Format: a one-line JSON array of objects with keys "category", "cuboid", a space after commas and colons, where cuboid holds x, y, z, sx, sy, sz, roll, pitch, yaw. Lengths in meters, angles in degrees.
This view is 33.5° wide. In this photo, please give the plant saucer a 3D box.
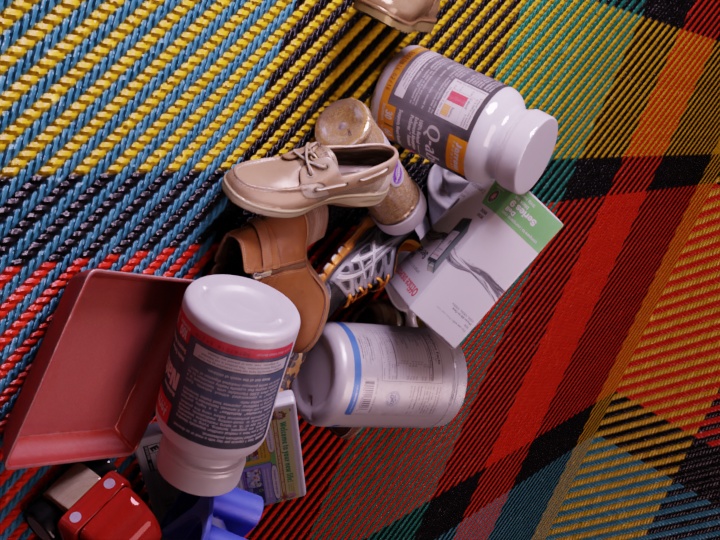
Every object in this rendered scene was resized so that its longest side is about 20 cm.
[{"category": "plant saucer", "cuboid": [-0.246, 0.087, 1.140, 0.199, 0.036, 0.201, 9, 108, -64]}]

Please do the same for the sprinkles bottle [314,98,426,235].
[{"category": "sprinkles bottle", "cuboid": [0.014, -0.114, 1.362, 0.069, 0.068, 0.200, -56, 147, -11]}]

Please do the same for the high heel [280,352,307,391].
[{"category": "high heel", "cuboid": [-0.116, 0.166, 1.442, 0.142, 0.071, 0.202, -22, 132, -56]}]

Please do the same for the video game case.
[{"category": "video game case", "cuboid": [-0.156, 0.219, 1.355, 0.180, 0.022, 0.201, -13, 140, -9]}]

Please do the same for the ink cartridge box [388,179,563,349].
[{"category": "ink cartridge box", "cuboid": [0.136, -0.020, 1.463, 0.200, 0.084, 0.146, -49, -163, 4]}]

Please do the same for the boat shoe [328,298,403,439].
[{"category": "boat shoe", "cuboid": [-0.007, 0.132, 1.626, 0.072, 0.075, 0.202, 7, 101, -60]}]

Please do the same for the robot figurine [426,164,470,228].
[{"category": "robot figurine", "cuboid": [0.149, -0.086, 1.635, 0.201, 0.111, 0.171, 80, 18, -54]}]

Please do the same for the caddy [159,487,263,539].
[{"category": "caddy", "cuboid": [-0.186, 0.315, 1.318, 0.201, 0.104, 0.142, -55, -154, 34]}]

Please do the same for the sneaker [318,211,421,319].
[{"category": "sneaker", "cuboid": [0.000, 0.000, 1.456, 0.200, 0.077, 0.078, -50, -179, -20]}]

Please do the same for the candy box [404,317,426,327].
[{"category": "candy box", "cuboid": [0.096, 0.105, 1.759, 0.102, 0.026, 0.202, -34, 145, -38]}]

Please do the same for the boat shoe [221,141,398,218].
[{"category": "boat shoe", "cuboid": [-0.050, -0.103, 1.225, 0.198, 0.072, 0.065, -9, 140, -37]}]

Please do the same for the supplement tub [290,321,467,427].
[{"category": "supplement tub", "cuboid": [0.022, 0.134, 1.519, 0.198, 0.132, 0.133, 6, 114, -35]}]

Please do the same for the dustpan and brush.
[{"category": "dustpan and brush", "cuboid": [0.067, 0.025, 1.608, 0.139, 0.057, 0.202, -36, 110, -59]}]

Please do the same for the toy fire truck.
[{"category": "toy fire truck", "cuboid": [-0.237, 0.310, 1.199, 0.129, 0.199, 0.177, -44, 151, -33]}]

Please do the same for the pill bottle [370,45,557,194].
[{"category": "pill bottle", "cuboid": [0.119, -0.171, 1.375, 0.116, 0.199, 0.117, -43, 150, -33]}]

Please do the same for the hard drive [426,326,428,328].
[{"category": "hard drive", "cuboid": [0.148, 0.042, 1.660, 0.131, 0.027, 0.201, -34, 159, -30]}]

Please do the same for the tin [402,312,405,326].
[{"category": "tin", "cuboid": [0.096, 0.045, 1.767, 0.201, 0.042, 0.112, -51, 158, -19]}]

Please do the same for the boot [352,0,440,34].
[{"category": "boot", "cuboid": [0.069, -0.355, 1.251, 0.202, 0.066, 0.175, -68, 167, 18]}]

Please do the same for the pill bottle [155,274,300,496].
[{"category": "pill bottle", "cuboid": [-0.140, 0.118, 1.193, 0.119, 0.119, 0.202, -21, 134, -55]}]

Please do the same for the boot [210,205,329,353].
[{"category": "boot", "cuboid": [-0.099, 0.022, 1.304, 0.155, 0.076, 0.202, -31, 140, -51]}]
